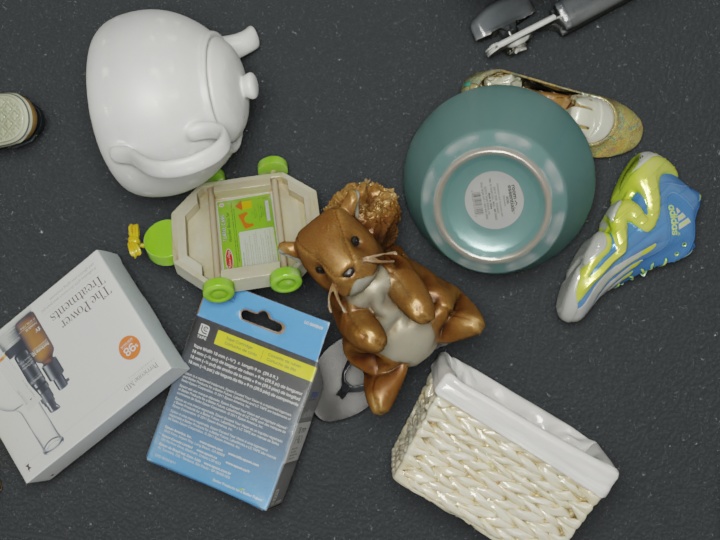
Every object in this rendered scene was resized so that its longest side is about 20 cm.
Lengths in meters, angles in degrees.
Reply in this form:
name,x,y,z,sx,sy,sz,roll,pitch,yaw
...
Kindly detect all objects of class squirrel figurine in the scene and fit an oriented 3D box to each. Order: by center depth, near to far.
name,x,y,z,sx,sy,sz,roll,pitch,yaw
squirrel figurine,0.000,0.000,1.101,0.141,0.201,0.187,-36,126,13

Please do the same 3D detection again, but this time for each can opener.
name,x,y,z,sx,sy,sz,roll,pitch,yaw
can opener,0.212,-0.284,1.188,0.199,0.053,0.067,-28,90,0

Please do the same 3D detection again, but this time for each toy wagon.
name,x,y,z,sx,sy,sz,roll,pitch,yaw
toy wagon,-0.139,-0.039,1.166,0.198,0.040,0.156,-9,56,0

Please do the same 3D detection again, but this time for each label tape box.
name,x,y,z,sx,sy,sz,roll,pitch,yaw
label tape box,-0.118,0.126,1.173,0.143,0.063,0.201,20,90,14

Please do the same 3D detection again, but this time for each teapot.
name,x,y,z,sx,sy,sz,roll,pitch,yaw
teapot,-0.172,-0.168,1.120,0.145,0.197,0.202,-7,81,11

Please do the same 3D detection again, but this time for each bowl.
name,x,y,z,sx,sy,sz,roll,pitch,yaw
bowl,0.135,-0.076,1.132,0.199,0.105,0.203,4,110,10

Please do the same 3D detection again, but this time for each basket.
name,x,y,z,sx,sy,sz,roll,pitch,yaw
basket,0.137,0.191,1.143,0.199,0.136,0.124,30,96,-1

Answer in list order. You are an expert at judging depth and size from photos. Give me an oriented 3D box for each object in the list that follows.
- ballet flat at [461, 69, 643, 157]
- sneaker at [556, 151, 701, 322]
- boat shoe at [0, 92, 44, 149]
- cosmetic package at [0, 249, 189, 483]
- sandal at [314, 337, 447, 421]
name,x,y,z,sx,sy,sz,roll,pitch,yaw
ballet flat,0.202,-0.165,1.181,0.198,0.071,0.071,16,90,1
sneaker,0.288,-0.019,1.174,0.105,0.076,0.201,30,89,1
boat shoe,-0.425,-0.154,1.198,0.198,0.062,0.075,-2,94,16
cosmetic package,-0.297,0.099,1.169,0.200,0.052,0.151,-38,78,9
sandal,0.024,0.085,1.194,0.200,0.043,0.076,-37,89,1
